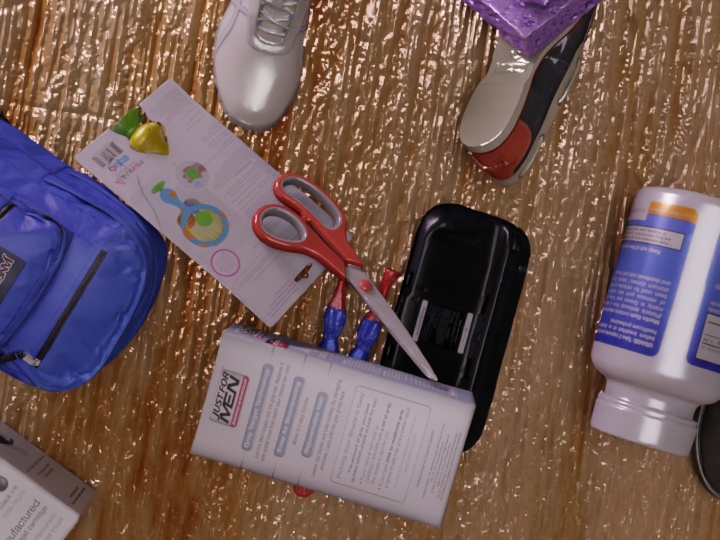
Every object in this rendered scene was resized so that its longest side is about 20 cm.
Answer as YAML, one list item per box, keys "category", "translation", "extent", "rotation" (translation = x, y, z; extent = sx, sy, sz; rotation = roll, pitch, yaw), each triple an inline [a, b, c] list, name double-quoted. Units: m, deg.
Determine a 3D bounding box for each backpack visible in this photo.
- category: "backpack"
  translation: [-0.256, -0.001, 0.800]
  extent: [0.199, 0.168, 0.163]
  rotation: [33, 99, -7]

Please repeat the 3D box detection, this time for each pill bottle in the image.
- category: "pill bottle"
  translation: [0.253, 0.042, 0.876]
  extent: [0.111, 0.112, 0.202]
  rotation: [16, 90, -6]

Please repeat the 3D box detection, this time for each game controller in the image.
- category: "game controller"
  translation: [0.075, 0.048, 0.890]
  extent: [0.104, 0.042, 0.202]
  rotation: [16, 89, -13]

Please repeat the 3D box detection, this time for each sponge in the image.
- category: "sponge"
  translation: [0.179, -0.268, 0.875]
  extent: [0.199, 0.030, 0.112]
  rotation: [-37, 53, -4]

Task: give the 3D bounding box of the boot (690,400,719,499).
- category: "boot"
  translation: [0.329, 0.109, 0.839]
  extent: [0.072, 0.200, 0.184]
  rotation: [2, 91, -8]

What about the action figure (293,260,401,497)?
- category: "action figure"
  translation: [-0.020, 0.090, 0.882]
  extent: [0.065, 0.052, 0.202]
  rotation: [18, 92, 0]

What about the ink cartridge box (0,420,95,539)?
- category: "ink cartridge box"
  translation: [-0.332, 0.179, 0.834]
  extent: [0.200, 0.084, 0.145]
  rotation: [37, 88, -4]

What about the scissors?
- category: "scissors"
  translation: [0.000, 0.000, 0.841]
  extent: [0.200, 0.014, 0.073]
  rotation: [39, 53, 7]

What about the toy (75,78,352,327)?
- category: "toy"
  translation: [-0.118, -0.050, 0.862]
  extent: [0.200, 0.047, 0.115]
  rotation: [42, 56, -1]

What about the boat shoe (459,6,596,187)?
- category: "boat shoe"
  translation: [0.148, -0.165, 0.888]
  extent: [0.063, 0.071, 0.201]
  rotation: [42, 70, -41]

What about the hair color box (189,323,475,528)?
- category: "hair color box"
  translation: [-0.020, 0.117, 0.832]
  extent: [0.198, 0.061, 0.100]
  rotation: [16, 95, 2]

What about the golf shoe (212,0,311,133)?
- category: "golf shoe"
  translation: [-0.071, -0.211, 0.849]
  extent: [0.078, 0.097, 0.202]
  rotation: [11, 91, -7]
